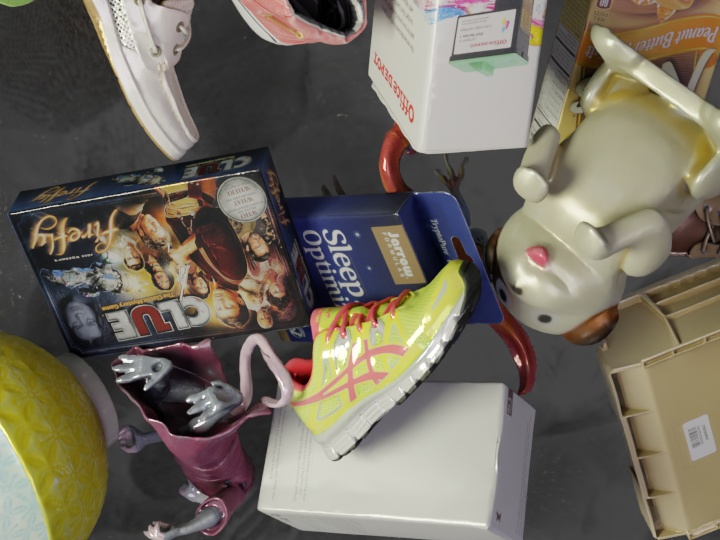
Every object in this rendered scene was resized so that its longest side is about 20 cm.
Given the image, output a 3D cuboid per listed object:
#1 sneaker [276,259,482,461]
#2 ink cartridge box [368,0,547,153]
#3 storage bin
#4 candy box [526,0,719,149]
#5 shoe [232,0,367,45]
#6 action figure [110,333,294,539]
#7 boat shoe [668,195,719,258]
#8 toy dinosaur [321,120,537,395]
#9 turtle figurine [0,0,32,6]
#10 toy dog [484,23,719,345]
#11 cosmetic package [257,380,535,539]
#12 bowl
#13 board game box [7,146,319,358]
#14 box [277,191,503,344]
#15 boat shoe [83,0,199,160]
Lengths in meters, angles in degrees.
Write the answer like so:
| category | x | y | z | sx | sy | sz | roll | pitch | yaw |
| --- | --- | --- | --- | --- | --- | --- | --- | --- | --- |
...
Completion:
| category | x | y | z | sx | sy | sz | roll | pitch | yaw |
| --- | --- | --- | --- | --- | --- | --- | --- | --- | --- |
| sneaker | 0.007 | 0.052 | 1.055 | 0.090 | 0.078 | 0.200 | 44 | 122 | 1 |
| ink cartridge box | 0.068 | -0.200 | 1.014 | 0.083 | 0.145 | 0.202 | -2 | 118 | -14 |
| storage bin | 0.310 | 0.104 | 1.260 | 0.196 | 0.094 | 0.202 | -21 | 120 | 0 |
| candy box | 0.207 | -0.168 | 1.113 | 0.114 | 0.055 | 0.202 | 4 | 116 | -16 |
| shoe | -0.076 | -0.226 | 0.986 | 0.200 | 0.091 | 0.072 | 46 | 72 | -33 |
| action figure | -0.119 | 0.127 | 1.153 | 0.148 | 0.135 | 0.201 | -26 | 142 | -7 |
| boat shoe | 0.292 | -0.046 | 1.187 | 0.197 | 0.072 | 0.077 | -11 | 119 | -6 |
| toy dinosaur | 0.070 | -0.031 | 1.110 | 0.105 | 0.200 | 0.182 | -44 | 151 | -4 |
| turtle figurine | -0.280 | -0.213 | 0.886 | 0.143 | 0.194 | 0.201 | -28 | 141 | -12 |
| toy dog | 0.168 | -0.049 | 1.058 | 0.139 | 0.194 | 0.201 | 38 | 99 | 11 |
| cosmetic package | 0.029 | 0.147 | 1.151 | 0.198 | 0.114 | 0.081 | 2 | 161 | 25 |
| bowl | -0.248 | 0.121 | 1.117 | 0.107 | 0.199 | 0.202 | -31 | 126 | -33 |
| board game box | -0.143 | -0.009 | 1.095 | 0.197 | 0.035 | 0.137 | -9 | 122 | 16 |
| box | 0.000 | 0.000 | 1.102 | 0.198 | 0.032 | 0.122 | -1 | 126 | 35 |
| boat shoe | -0.146 | -0.172 | 1.025 | 0.069 | 0.071 | 0.202 | -22 | 118 | 0 |
